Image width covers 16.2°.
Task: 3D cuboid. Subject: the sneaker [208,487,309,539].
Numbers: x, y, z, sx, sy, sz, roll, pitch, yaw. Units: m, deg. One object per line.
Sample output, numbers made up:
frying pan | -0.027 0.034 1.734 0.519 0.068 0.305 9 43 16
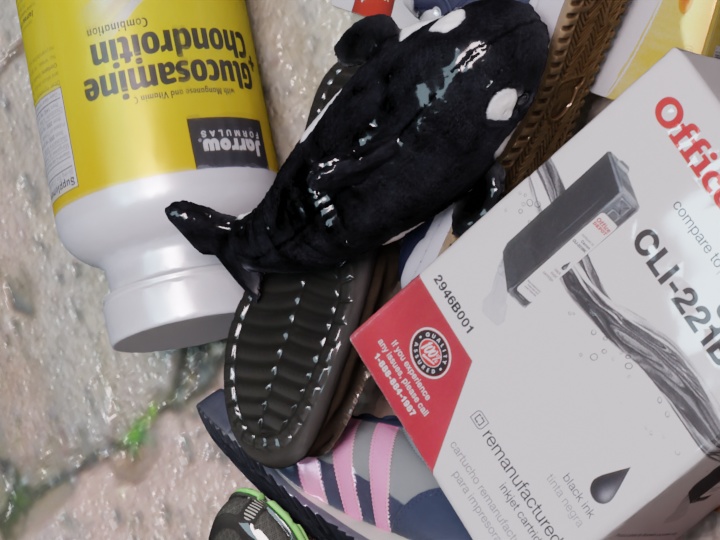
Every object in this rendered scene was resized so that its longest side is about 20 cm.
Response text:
sneaker | -0.073 0.202 1.211 0.077 0.084 0.201 22 101 37

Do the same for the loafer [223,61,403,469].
loafer | 0.000 0.000 1.174 0.073 0.071 0.201 13 81 44

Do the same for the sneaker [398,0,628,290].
sneaker | 0.041 -0.089 1.129 0.108 0.070 0.200 34 113 23

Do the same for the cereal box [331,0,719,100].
cereal box | 0.089 -0.162 1.158 0.200 0.039 0.144 21 102 31

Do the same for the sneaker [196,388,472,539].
sneaker | 0.009 0.094 1.194 0.200 0.070 0.082 31 72 36

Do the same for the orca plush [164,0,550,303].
orca plush | -0.011 -0.052 1.084 0.200 0.071 0.106 -19 86 33

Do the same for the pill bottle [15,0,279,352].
pill bottle | -0.100 -0.067 1.231 0.112 0.112 0.201 -18 78 30

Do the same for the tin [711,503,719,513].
tin | 0.185 0.055 1.090 0.200 0.042 0.112 30 107 31

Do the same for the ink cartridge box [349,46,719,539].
ink cartridge box | 0.117 0.025 1.065 0.200 0.084 0.145 -42 67 22
